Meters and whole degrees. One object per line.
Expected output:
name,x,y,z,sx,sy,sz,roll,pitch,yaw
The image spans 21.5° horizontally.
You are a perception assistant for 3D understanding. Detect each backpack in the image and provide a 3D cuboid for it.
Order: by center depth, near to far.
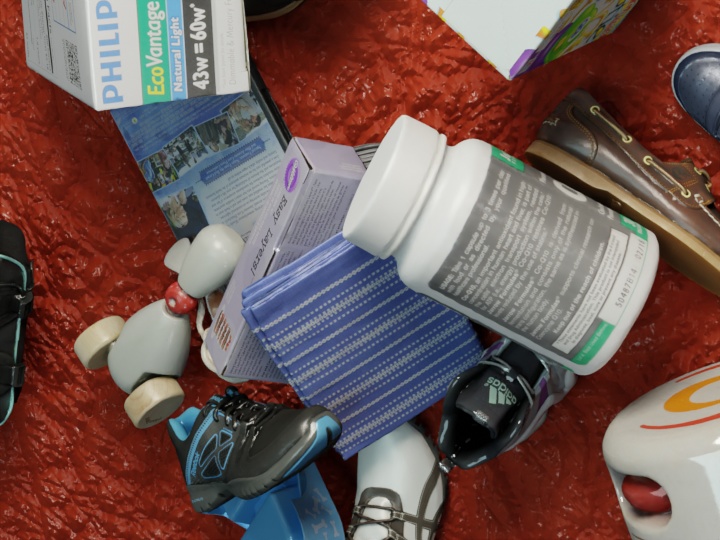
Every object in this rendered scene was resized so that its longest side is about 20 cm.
backpack,-0.391,0.031,1.628,0.198,0.154,0.177,2,116,-19

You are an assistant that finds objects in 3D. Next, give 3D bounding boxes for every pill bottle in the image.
pill bottle,0.095,-0.020,1.306,0.199,0.113,0.114,27,119,-9

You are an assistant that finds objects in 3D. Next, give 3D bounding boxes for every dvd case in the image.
dvd case,-0.108,-0.076,1.545,0.142,0.018,0.201,-27,91,31

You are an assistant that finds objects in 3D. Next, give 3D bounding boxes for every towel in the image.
towel,0.006,0.046,1.418,0.144,0.201,0.024,-32,44,-2

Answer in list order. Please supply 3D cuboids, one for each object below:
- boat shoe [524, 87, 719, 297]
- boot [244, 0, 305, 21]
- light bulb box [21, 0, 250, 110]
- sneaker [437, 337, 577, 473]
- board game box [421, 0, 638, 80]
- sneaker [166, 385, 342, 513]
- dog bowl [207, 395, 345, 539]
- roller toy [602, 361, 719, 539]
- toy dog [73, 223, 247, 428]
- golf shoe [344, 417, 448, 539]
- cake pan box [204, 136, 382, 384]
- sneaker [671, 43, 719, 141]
boat shoe,0.215,-0.054,1.350,0.199,0.070,0.071,38,79,6
boot,-0.071,-0.227,1.407,0.199,0.138,0.078,-16,98,32
light bulb box,-0.176,-0.237,1.414,0.200,0.124,0.200,-148,52,-61
sneaker,0.119,0.074,1.397,0.077,0.140,0.201,34,119,15
board game box,0.130,-0.214,1.266,0.103,0.200,0.105,43,120,9
sneaker,-0.089,0.129,1.445,0.199,0.073,0.082,-27,90,51
dog bowl,-0.072,0.192,1.543,0.112,0.049,0.201,-58,44,35
roller toy,0.268,0.149,1.316,0.198,0.182,0.141,-15,99,31
toy dog,-0.142,0.042,1.553,0.199,0.096,0.133,-25,85,35
golf shoe,0.022,0.211,1.522,0.077,0.094,0.202,1,105,29
cake pan box,0.000,0.000,1.422,0.052,0.183,0.201,57,132,46
sneaker,0.286,-0.081,1.278,0.199,0.108,0.070,37,119,13
